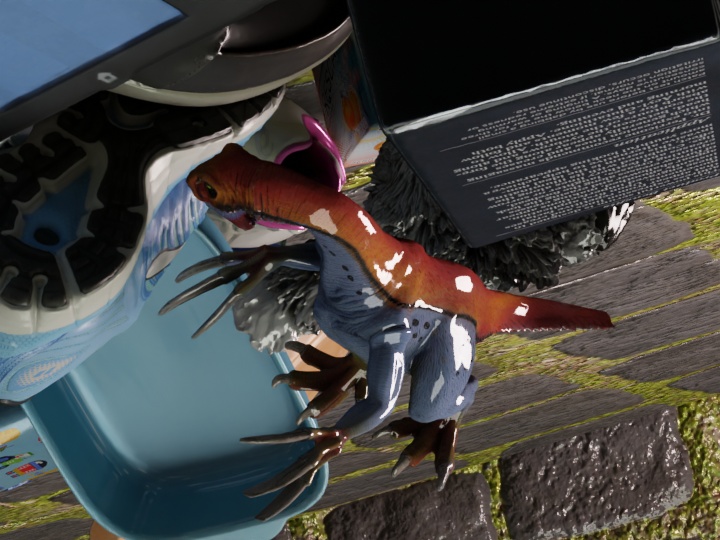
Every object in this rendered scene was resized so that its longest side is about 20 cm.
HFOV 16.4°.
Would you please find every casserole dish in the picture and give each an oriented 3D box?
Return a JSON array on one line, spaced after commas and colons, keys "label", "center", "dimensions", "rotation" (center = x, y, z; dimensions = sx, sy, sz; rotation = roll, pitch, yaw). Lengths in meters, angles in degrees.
[{"label": "casserole dish", "center": [-0.089, 0.040, 1.091], "dimensions": [0.121, 0.200, 0.039], "rotation": [-14, -147, 18]}]

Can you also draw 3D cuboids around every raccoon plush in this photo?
[{"label": "raccoon plush", "center": [0.023, -0.053, 0.983], "dimensions": [0.200, 0.097, 0.134], "rotation": [-32, 125, -6]}]

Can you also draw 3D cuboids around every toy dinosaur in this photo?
[{"label": "toy dinosaur", "center": [0.000, 0.000, 0.899], "dimensions": [0.200, 0.105, 0.182], "rotation": [-39, 155, -25]}]

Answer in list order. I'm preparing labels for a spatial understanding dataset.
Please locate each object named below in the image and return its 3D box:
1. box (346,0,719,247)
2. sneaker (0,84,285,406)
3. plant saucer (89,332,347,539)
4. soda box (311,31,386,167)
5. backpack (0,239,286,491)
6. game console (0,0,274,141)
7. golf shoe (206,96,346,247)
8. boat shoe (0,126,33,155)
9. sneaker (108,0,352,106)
[{"label": "box", "center": [0.055, -0.105, 0.818], "dimensions": [0.107, 0.149, 0.200], "rotation": [-15, 169, 7]}, {"label": "sneaker", "center": [-0.097, -0.026, 0.918], "dimensions": [0.200, 0.078, 0.090], "rotation": [-52, 168, -46]}, {"label": "plant saucer", "center": [-0.057, 0.068, 1.244], "dimensions": [0.200, 0.032, 0.200], "rotation": [-49, 173, -8]}, {"label": "soda box", "center": [0.082, -0.100, 1.096], "dimensions": [0.200, 0.064, 0.068], "rotation": [-12, 169, -16]}, {"label": "backpack", "center": [-0.122, 0.018, 1.244], "dimensions": [0.200, 0.135, 0.183], "rotation": [-16, 170, -6]}, {"label": "game console", "center": [-0.134, -0.097, 0.759], "dimensions": [0.200, 0.031, 0.177], "rotation": [-22, 141, 36]}, {"label": "golf shoe", "center": [-0.045, -0.039, 1.094], "dimensions": [0.075, 0.091, 0.200], "rotation": [-56, 161, -3]}, {"label": "boat shoe", "center": [-0.139, -0.067, 0.958], "dimensions": [0.070, 0.072, 0.201], "rotation": [-15, 169, 3]}, {"label": "sneaker", "center": [-0.058, -0.108, 0.850], "dimensions": [0.200, 0.075, 0.106], "rotation": [-3, 165, -40]}]
